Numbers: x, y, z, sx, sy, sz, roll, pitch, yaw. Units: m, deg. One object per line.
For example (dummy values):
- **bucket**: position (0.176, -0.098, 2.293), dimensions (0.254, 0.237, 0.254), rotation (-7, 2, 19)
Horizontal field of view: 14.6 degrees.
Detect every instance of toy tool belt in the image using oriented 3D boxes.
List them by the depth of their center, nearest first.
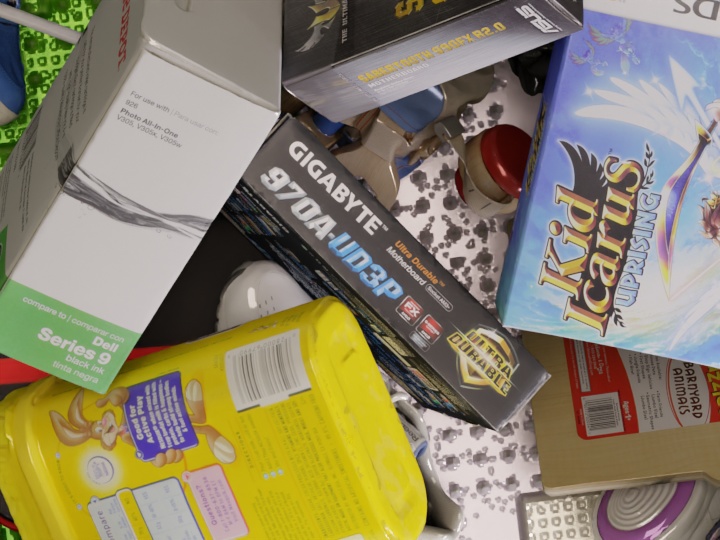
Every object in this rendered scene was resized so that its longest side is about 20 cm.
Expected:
- **toy tool belt**: position (0.009, -0.098, 1.576), dimensions (0.123, 0.125, 0.200), rotation (-36, 86, 37)

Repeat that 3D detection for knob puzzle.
- **knob puzzle**: position (0.190, 0.037, 1.572), dimensions (0.218, 0.031, 0.221), rotation (-4, 57, 6)

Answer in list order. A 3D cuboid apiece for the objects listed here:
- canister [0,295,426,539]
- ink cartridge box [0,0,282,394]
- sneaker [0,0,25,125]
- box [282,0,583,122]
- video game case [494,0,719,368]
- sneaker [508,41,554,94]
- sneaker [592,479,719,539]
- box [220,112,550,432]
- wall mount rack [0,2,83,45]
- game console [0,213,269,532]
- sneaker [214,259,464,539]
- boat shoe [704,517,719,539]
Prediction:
- **canister**: position (-0.080, 0.108, 1.505), dimensions (0.199, 0.087, 0.149), rotation (-18, 103, 22)
- **ink cartridge box**: position (-0.121, -0.061, 1.462), dimensions (0.084, 0.146, 0.200), rotation (25, 120, -17)
- **sneaker**: position (-0.201, -0.190, 1.579), dimensions (0.111, 0.077, 0.201), rotation (-21, 83, 8)
- **box**: position (0.037, -0.193, 1.448), dimensions (0.158, 0.048, 0.201), rotation (-18, 56, 32)
- **video game case**: position (0.178, -0.052, 1.443), dimensions (0.180, 0.045, 0.201), rotation (11, 104, -4)
- **sneaker**: position (0.131, -0.157, 1.493), dimensions (0.076, 0.200, 0.112), rotation (6, 72, -18)
- **sneaker**: position (0.213, 0.109, 1.594), dimensions (0.200, 0.075, 0.100), rotation (-43, 131, -15)
- **box**: position (0.000, 0.000, 1.522), dimensions (0.200, 0.159, 0.046), rotation (44, 82, -10)
- **wall mount rack**: position (-0.125, -0.181, 1.517), dimensions (0.074, 0.174, 0.200), rotation (38, 110, 10)
- **game console**: position (-0.126, 0.057, 1.605), dimensions (0.199, 0.031, 0.178), rotation (-4, 86, -1)
- **sneaker**: position (-0.006, 0.076, 1.554), dimensions (0.075, 0.087, 0.200), rotation (-45, 109, -35)
- **boat shoe**: position (0.211, 0.177, 1.531), dimensions (0.092, 0.200, 0.075), rotation (2, 45, -30)
